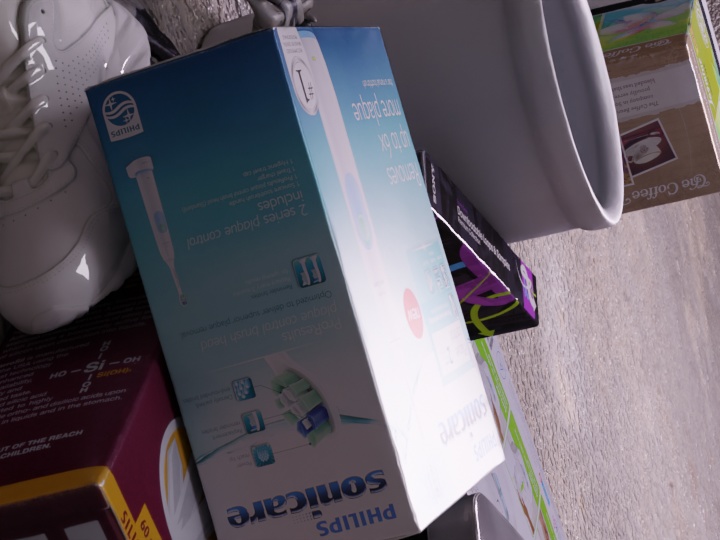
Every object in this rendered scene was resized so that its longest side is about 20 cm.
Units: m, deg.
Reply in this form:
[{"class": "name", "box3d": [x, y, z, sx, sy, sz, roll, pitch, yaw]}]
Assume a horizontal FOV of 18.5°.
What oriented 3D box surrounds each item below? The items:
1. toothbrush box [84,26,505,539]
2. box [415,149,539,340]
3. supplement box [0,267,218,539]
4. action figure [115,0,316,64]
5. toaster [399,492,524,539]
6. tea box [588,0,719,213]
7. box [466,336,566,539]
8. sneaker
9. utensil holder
[{"class": "toothbrush box", "box3d": [-0.021, 0.007, 0.897, 0.146, 0.085, 0.201, -17, 92, -72]}, {"class": "box", "box3d": [0.000, 0.000, 1.171, 0.200, 0.143, 0.036, 44, 38, -60]}, {"class": "supplement box", "box3d": [-0.097, 0.081, 0.889, 0.200, 0.085, 0.111, -73, 146, -59]}, {"class": "action figure", "box3d": [-0.065, -0.134, 1.103, 0.102, 0.200, 0.119, 44, 36, 19]}, {"class": "toaster", "box3d": [0.003, 0.191, 0.969, 0.200, 0.180, 0.119, 49, 31, -56]}, {"class": "tea box", "box3d": [0.193, -0.136, 1.808, 0.197, 0.199, 0.134, -69, 143, -63]}, {"class": "box", "box3d": [0.051, 0.145, 1.308, 0.177, 0.096, 0.201, -71, 145, -60]}, {"class": "sneaker", "box3d": [-0.139, -0.062, 0.905, 0.099, 0.078, 0.200, 52, 20, -42]}, {"class": "utensil holder", "box3d": [0.030, -0.085, 1.233, 0.170, 0.199, 0.171, -14, 90, -73]}]
